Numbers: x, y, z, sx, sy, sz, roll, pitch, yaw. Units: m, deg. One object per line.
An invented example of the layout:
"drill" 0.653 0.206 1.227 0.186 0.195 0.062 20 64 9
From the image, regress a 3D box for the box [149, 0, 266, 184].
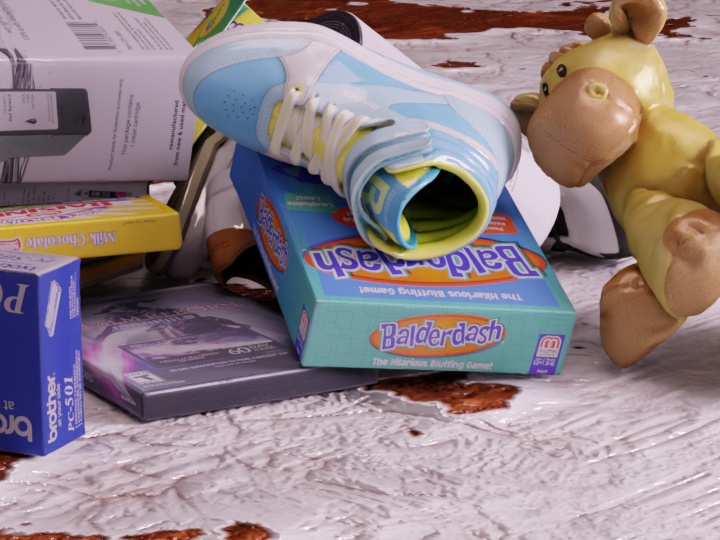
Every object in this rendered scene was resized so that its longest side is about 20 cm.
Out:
"box" -0.126 -0.115 1.664 0.048 0.118 0.200 38 -23 -7

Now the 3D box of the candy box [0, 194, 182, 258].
"candy box" -0.210 -0.021 1.411 0.198 0.027 0.102 -5 11 -15

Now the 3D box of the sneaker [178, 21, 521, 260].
"sneaker" -0.011 -0.070 1.335 0.198 0.080 0.131 13 28 1

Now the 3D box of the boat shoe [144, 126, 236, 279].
"boat shoe" -0.088 -0.044 1.588 0.068 0.075 0.200 31 27 -8

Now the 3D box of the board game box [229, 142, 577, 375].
"board game box" 0.020 -0.016 1.380 0.151 0.045 0.200 3 32 -19

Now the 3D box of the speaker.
"speaker" 0.037 -0.077 1.523 0.200 0.082 0.081 34 -10 -37

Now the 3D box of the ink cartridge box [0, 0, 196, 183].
"ink cartridge box" -0.215 -0.117 1.485 0.199 0.085 0.146 -2 26 -24

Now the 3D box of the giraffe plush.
"giraffe plush" 0.163 -0.066 1.377 0.172 0.162 0.200 -41 -1 12

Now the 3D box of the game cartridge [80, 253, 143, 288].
"game cartridge" -0.261 -0.005 1.499 0.199 0.033 0.176 4 10 24

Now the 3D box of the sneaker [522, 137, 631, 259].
"sneaker" 0.120 -0.038 1.622 0.080 0.074 0.200 -23 18 -24

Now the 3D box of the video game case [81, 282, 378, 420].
"video game case" -0.101 0.042 1.364 0.142 0.019 0.200 -8 16 -29

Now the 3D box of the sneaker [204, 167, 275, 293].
"sneaker" 0.000 0.000 1.482 0.198 0.073 0.085 9 54 -11

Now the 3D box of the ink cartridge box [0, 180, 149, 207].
"ink cartridge box" -0.248 -0.078 1.545 0.198 0.044 0.196 3 22 -19

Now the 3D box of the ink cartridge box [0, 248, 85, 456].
"ink cartridge box" -0.236 0.033 1.237 0.199 0.095 0.044 5 14 23
